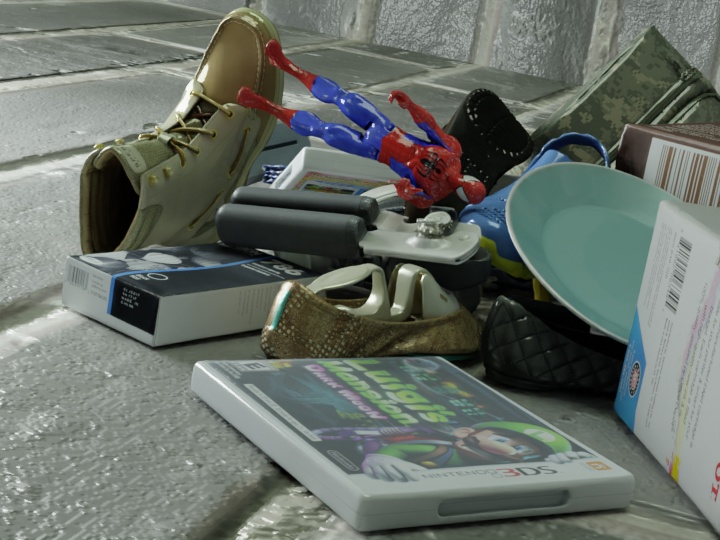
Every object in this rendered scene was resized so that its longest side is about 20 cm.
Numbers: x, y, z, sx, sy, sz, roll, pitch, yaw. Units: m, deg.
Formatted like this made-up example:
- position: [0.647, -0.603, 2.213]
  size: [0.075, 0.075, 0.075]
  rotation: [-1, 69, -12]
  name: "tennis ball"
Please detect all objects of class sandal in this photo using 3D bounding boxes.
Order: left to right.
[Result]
- position: [0.134, -0.054, 1.175]
  size: [0.079, 0.088, 0.200]
  rotation: [30, 27, 17]
  name: "sandal"

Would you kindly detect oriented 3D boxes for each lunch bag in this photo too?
- position: [0.247, -0.095, 1.399]
  size: [0.200, 0.168, 0.139]
  rotation: [-42, -1, -27]
  name: "lunch bag"

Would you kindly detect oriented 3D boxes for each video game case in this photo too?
- position: [0.027, -0.070, 1.396]
  size: [0.198, 0.024, 0.182]
  rotation: [7, -10, -13]
  name: "video game case"
- position: [0.025, 0.091, 0.883]
  size: [0.180, 0.024, 0.200]
  rotation: [1, 16, -33]
  name: "video game case"

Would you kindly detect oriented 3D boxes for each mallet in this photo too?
- position: [0.129, 0.009, 1.183]
  size: [0.065, 0.042, 0.200]
  rotation: [9, 26, -7]
  name: "mallet"

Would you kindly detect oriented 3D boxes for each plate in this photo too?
- position: [0.190, -0.003, 1.092]
  size: [0.198, 0.026, 0.201]
  rotation: [15, 39, -12]
  name: "plate"

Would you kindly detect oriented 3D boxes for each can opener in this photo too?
- position: [-0.007, -0.020, 1.101]
  size: [0.198, 0.067, 0.053]
  rotation: [10, 33, 19]
  name: "can opener"

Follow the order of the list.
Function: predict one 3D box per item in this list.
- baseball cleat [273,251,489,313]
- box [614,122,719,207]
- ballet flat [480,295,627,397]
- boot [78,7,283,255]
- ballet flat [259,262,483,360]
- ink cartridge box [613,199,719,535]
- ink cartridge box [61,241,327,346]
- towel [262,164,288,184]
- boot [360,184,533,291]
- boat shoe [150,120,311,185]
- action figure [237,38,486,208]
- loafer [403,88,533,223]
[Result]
- position: [0.000, 0.000, 1.179]
  size: [0.106, 0.070, 0.199]
  rotation: [-18, 26, -35]
  name: "baseball cleat"
- position: [0.309, -0.022, 1.245]
  size: [0.165, 0.166, 0.199]
  rotation: [19, 16, 36]
  name: "box"
- position: [0.177, 0.055, 1.064]
  size: [0.198, 0.057, 0.066]
  rotation: [5, 15, -19]
  name: "ballet flat"
- position: [-0.138, -0.101, 1.183]
  size: [0.072, 0.202, 0.154]
  rotation: [29, 21, 22]
  name: "boot"
- position: [0.019, 0.028, 1.043]
  size: [0.070, 0.066, 0.199]
  rotation: [20, 16, 41]
  name: "ballet flat"
- position: [0.259, 0.059, 0.915]
  size: [0.145, 0.148, 0.200]
  rotation: [8, 14, -10]
  name: "ink cartridge box"
- position: [-0.101, 0.012, 1.086]
  size: [0.099, 0.040, 0.199]
  rotation: [19, 16, 37]
  name: "ink cartridge box"
- position: [0.023, -0.088, 1.471]
  size: [0.198, 0.024, 0.145]
  rotation: [0, -5, 25]
  name: "towel"
- position: [0.084, -0.024, 1.290]
  size: [0.198, 0.073, 0.090]
  rotation: [0, 18, -27]
  name: "boot"
- position: [-0.140, -0.099, 1.480]
  size: [0.199, 0.074, 0.067]
  rotation: [-7, -10, -38]
  name: "boat shoe"
- position: [0.002, -0.104, 1.118]
  size: [0.199, 0.066, 0.099]
  rotation: [30, -3, 12]
  name: "action figure"
- position: [0.079, -0.089, 1.266]
  size: [0.073, 0.071, 0.200]
  rotation: [50, 32, -2]
  name: "loafer"
